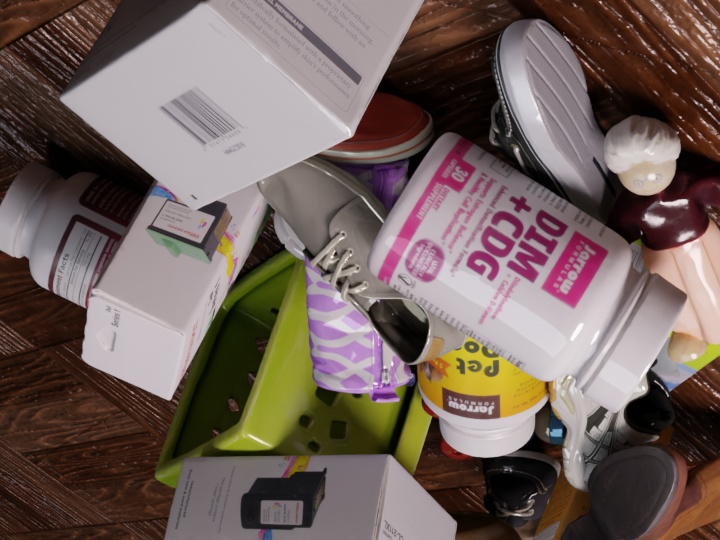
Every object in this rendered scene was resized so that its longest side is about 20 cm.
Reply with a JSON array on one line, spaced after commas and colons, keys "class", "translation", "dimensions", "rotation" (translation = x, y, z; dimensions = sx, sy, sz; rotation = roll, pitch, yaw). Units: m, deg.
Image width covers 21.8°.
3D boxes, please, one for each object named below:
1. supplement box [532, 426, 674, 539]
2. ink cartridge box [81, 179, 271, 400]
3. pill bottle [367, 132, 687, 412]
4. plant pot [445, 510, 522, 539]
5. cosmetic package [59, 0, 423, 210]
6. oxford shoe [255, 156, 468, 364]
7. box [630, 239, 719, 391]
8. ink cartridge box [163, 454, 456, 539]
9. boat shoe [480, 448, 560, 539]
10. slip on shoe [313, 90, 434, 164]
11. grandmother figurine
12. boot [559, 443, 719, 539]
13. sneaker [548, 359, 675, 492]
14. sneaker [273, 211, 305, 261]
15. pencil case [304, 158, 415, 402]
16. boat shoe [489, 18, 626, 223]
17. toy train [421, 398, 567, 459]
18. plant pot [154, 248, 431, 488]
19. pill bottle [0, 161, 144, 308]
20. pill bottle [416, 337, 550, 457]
[{"class": "supplement box", "translation": [0.197, 0.206, 1.590], "dimensions": [0.066, 0.201, 0.069], "rotation": [30, 149, -6]}, {"class": "ink cartridge box", "translation": [-0.140, -0.017, 1.503], "dimensions": [0.083, 0.201, 0.145], "rotation": [26, 153, 2]}, {"class": "pill bottle", "translation": [0.114, 0.003, 1.274], "dimensions": [0.199, 0.114, 0.114], "rotation": [32, 153, 4]}, {"class": "plant pot", "translation": [0.047, 0.243, 1.690], "dimensions": [0.198, 0.028, 0.200], "rotation": [-6, 180, 0]}, {"class": "cosmetic package", "translation": [-0.058, -0.170, 1.165], "dimensions": [0.123, 0.201, 0.199], "rotation": [40, 150, -20]}, {"class": "oxford shoe", "translation": [-0.004, -0.009, 1.353], "dimensions": [0.200, 0.058, 0.075], "rotation": [45, 140, 2]}, {"class": "box", "translation": [0.205, 0.046, 1.475], "dimensions": [0.121, 0.048, 0.200], "rotation": [30, 152, -4]}, {"class": "ink cartridge box", "translation": [-0.038, 0.218, 1.553], "dimensions": [0.198, 0.084, 0.146], "rotation": [-4, 149, 27]}, {"class": "boat shoe", "translation": [0.147, 0.211, 1.748], "dimensions": [0.073, 0.061, 0.200], "rotation": [8, 162, 10]}, {"class": "slip on shoe", "translation": [-0.041, -0.131, 1.366], "dimensions": [0.198, 0.074, 0.062], "rotation": [21, 135, 10]}, {"class": "grandmother figurine", "translation": [0.221, -0.028, 1.299], "dimensions": [0.121, 0.061, 0.201], "rotation": [-28, 126, 6]}, {"class": "boot", "translation": [0.271, 0.172, 1.493], "dimensions": [0.069, 0.199, 0.189], "rotation": [55, 147, 31]}, {"class": "sneaker", "translation": [0.205, 0.123, 1.475], "dimensions": [0.087, 0.076, 0.200], "rotation": [9, 151, 22]}, {"class": "sneaker", "translation": [0.025, -0.012, 1.506], "dimensions": [0.199, 0.074, 0.080], "rotation": [28, 149, -5]}, {"class": "pencil case", "translation": [0.000, 0.000, 1.434], "dimensions": [0.085, 0.083, 0.202], "rotation": [-143, 47, -65]}, {"class": "boat shoe", "translation": [0.120, -0.094, 1.278], "dimensions": [0.070, 0.073, 0.200], "rotation": [4, 147, 29]}, {"class": "toy train", "translation": [0.113, 0.086, 1.596], "dimensions": [0.115, 0.085, 0.201], "rotation": [3, 146, 20]}, {"class": "plant pot", "translation": [-0.044, 0.118, 1.666], "dimensions": [0.181, 0.201, 0.199], "rotation": [30, 151, -19]}, {"class": "pill bottle", "translation": [-0.221, -0.018, 1.670], "dimensions": [0.199, 0.114, 0.113], "rotation": [26, 153, 4]}, {"class": "pill bottle", "translation": [0.095, 0.044, 1.440], "dimensions": [0.108, 0.109, 0.201], "rotation": [14, 130, 24]}]
